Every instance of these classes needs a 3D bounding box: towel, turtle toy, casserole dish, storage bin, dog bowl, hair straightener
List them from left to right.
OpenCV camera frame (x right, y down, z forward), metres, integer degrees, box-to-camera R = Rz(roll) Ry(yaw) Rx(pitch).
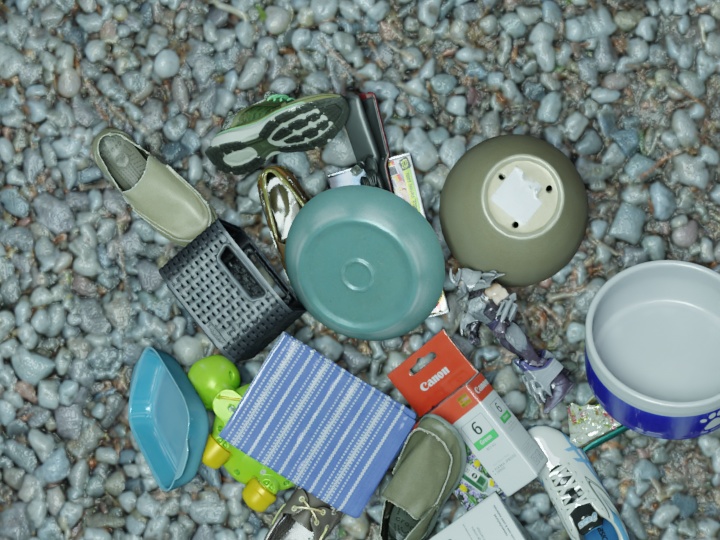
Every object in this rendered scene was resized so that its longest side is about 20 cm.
[{"bbox_3d":[-0.228,0.176,1.544,0.038,0.200,0.123,5,115,-30],"label":"casserole dish"},{"bbox_3d":[-0.146,0.025,1.517,0.093,0.200,0.136,-40,86,2],"label":"storage bin"},{"bbox_3d":[-0.129,0.182,1.557,0.200,0.101,0.146,43,90,-4],"label":"turtle toy"},{"bbox_3d":[-0.046,0.182,1.504,0.199,0.024,0.146,33,87,-13],"label":"towel"},{"bbox_3d":[0.006,-0.112,1.542,0.040,0.077,0.203,-8,94,36],"label":"hair straightener"},{"bbox_3d":[0.359,0.091,1.492,0.197,0.079,0.202,-4,53,5],"label":"dog bowl"}]

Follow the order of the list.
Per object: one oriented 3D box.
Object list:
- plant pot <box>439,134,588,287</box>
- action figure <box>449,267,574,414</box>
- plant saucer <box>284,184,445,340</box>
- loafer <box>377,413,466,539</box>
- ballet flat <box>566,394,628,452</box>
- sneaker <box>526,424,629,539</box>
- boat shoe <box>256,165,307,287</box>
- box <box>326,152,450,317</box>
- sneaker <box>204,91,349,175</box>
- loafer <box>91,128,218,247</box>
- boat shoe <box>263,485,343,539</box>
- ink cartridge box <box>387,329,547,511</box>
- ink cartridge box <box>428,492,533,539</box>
[{"bbox_3d":[0.182,-0.076,1.498,0.184,0.200,0.191,0,89,5],"label":"plant pot"},{"bbox_3d":[0.173,0.073,1.537,0.069,0.130,0.200,-42,94,-9],"label":"action figure"},{"bbox_3d":[0.000,0.000,1.518,0.197,0.036,0.203,6,116,13],"label":"plant saucer"},{"bbox_3d":[0.069,0.258,1.514,0.075,0.069,0.202,28,125,23],"label":"loafer"},{"bbox_3d":[0.336,0.151,1.547,0.198,0.076,0.065,-24,70,-1],"label":"ballet flat"},{"bbox_3d":[0.262,0.273,1.547,0.071,0.072,0.201,-33,85,4],"label":"sneaker"},{"bbox_3d":[-0.076,-0.033,1.580,0.071,0.068,0.202,-29,87,3],"label":"boat shoe"},{"bbox_3d":[0.035,-0.033,1.589,0.108,0.035,0.203,-15,87,4],"label":"box"},{"bbox_3d":[-0.102,-0.190,1.559,0.198,0.077,0.090,-15,54,28],"label":"sneaker"},{"bbox_3d":[-0.261,-0.100,1.595,0.199,0.068,0.076,39,91,4],"label":"loafer"},{"bbox_3d":[-0.070,0.308,1.575,0.071,0.060,0.201,35,91,4],"label":"boat shoe"},{"bbox_3d":[0.119,0.184,1.542,0.109,0.050,0.201,-41,85,30],"label":"ink cartridge box"},{"bbox_3d":[0.120,0.375,1.511,0.199,0.146,0.084,-36,47,3],"label":"ink cartridge box"}]
